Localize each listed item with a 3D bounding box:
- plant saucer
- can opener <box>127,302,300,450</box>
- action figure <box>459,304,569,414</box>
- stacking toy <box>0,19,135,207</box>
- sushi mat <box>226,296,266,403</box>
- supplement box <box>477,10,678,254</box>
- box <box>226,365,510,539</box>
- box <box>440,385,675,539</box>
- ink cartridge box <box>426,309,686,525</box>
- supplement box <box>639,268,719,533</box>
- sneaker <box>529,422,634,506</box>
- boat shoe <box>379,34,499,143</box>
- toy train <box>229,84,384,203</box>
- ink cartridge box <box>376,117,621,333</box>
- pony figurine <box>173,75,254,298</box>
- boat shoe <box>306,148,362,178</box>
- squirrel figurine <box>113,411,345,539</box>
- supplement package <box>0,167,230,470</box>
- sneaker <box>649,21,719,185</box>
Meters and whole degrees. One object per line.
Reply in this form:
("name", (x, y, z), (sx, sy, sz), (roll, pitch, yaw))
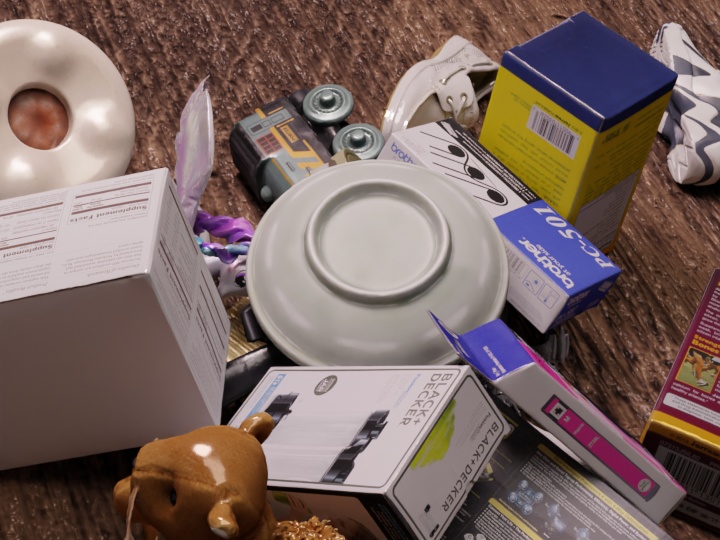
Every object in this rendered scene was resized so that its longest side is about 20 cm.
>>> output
("plant saucer", (0.012, -0.012, 1.180), (0.198, 0.050, 0.202), (0, 56, 1))
("can opener", (-0.097, 0.079, 1.197), (0.199, 0.063, 0.079), (-31, 84, -21))
("action figure", (0.097, 0.044, 1.291), (0.129, 0.070, 0.201), (6, 45, -16))
("stacking toy", (-0.267, -0.092, 1.205), (0.145, 0.200, 0.148), (7, 76, -28))
("sushi mat", (-0.044, 0.091, 1.243), (0.199, 0.012, 0.095), (36, 47, 24))
("supplement box", (0.171, -0.097, 1.361), (0.109, 0.201, 0.109), (38, 47, 25))
("box", (-0.010, 0.124, 1.084), (0.199, 0.060, 0.117), (-3, 40, 46))
("box", (0.093, 0.190, 1.092), (0.200, 0.049, 0.161), (37, 80, 26))
("ink cartridge box", (0.134, 0.092, 1.104), (0.200, 0.037, 0.095), (38, 6, -18))
("supplement box", (0.294, 0.104, 1.260), (0.110, 0.086, 0.200), (24, 43, 12))
("sneaker", (0.126, 0.150, 1.194), (0.199, 0.075, 0.087), (37, 32, 18))
("boat shoe", (0.080, -0.160, 1.503), (0.069, 0.071, 0.200), (24, 42, 15))
("toy train", (-0.029, -0.076, 1.381), (0.113, 0.086, 0.200), (-28, 57, -15))
("ink cartridge box", (0.110, -0.041, 1.296), (0.200, 0.044, 0.094), (44, 34, 18))
("pony figurine", (-0.157, -0.032, 1.264), (0.198, 0.167, 0.194), (-10, 61, -11))
("boat shoe", (0.000, 0.000, 1.260), (0.075, 0.068, 0.201), (34, 29, -48))
("squirrel figurine", (-0.070, 0.179, 1.010), (0.198, 0.188, 0.142), (19, 42, 6))
("supplement package", (-0.208, 0.039, 1.105), (0.198, 0.156, 0.111), (-10, 41, 10))
("sneaker", (0.359, -0.163, 1.572), (0.128, 0.080, 0.200), (4, 43, -12))
